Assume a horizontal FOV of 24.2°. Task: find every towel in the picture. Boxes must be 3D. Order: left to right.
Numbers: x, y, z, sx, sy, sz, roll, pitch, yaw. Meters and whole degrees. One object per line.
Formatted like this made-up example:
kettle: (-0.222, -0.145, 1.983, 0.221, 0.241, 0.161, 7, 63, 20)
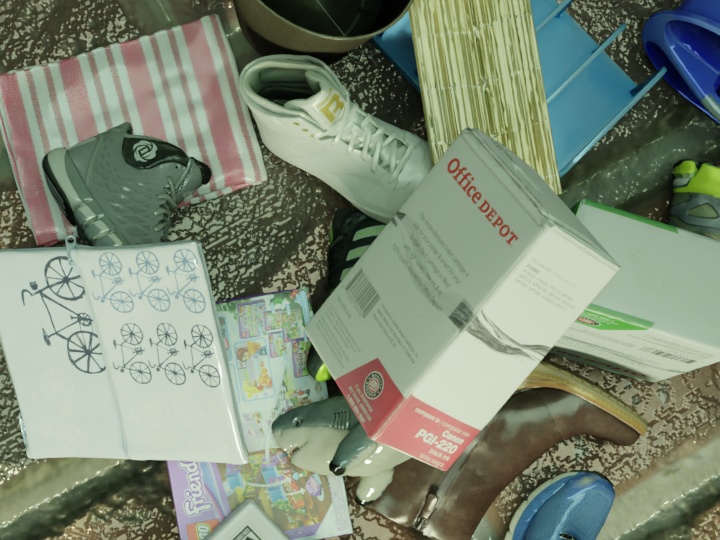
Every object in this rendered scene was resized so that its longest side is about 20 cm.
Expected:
towel: (-0.187, -0.114, 1.361, 0.199, 0.030, 0.147, -17, 87, -9)

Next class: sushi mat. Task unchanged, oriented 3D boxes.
sushi mat: (0.092, -0.145, 1.285, 0.095, 0.012, 0.201, -9, 89, -4)

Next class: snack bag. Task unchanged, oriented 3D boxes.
snack bag: (-0.190, 0.063, 1.261, 0.199, 0.021, 0.190, 0, 116, 21)

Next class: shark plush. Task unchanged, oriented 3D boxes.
shark plush: (0.028, 0.093, 1.295, 0.200, 0.091, 0.083, -40, 60, 9)

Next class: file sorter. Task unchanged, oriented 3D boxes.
file sorter: (0.128, -0.179, 1.360, 0.139, 0.123, 0.200, -44, 90, -10)

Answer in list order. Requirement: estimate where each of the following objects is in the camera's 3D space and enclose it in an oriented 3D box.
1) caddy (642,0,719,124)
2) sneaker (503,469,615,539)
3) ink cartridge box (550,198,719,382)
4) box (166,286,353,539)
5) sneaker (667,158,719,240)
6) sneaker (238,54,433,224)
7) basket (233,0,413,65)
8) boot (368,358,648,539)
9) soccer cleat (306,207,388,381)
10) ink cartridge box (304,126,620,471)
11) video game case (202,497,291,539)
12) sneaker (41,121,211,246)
caddy: (0.324, -0.159, 1.373, 0.200, 0.141, 0.105, 37, 78, -1)
sneaker: (0.149, 0.252, 1.322, 0.078, 0.089, 0.201, 34, 84, -33)
ink cartridge box: (0.202, 0.021, 1.309, 0.146, 0.200, 0.083, 17, 78, -5)
box: (-0.091, 0.123, 1.342, 0.136, 0.039, 0.201, -9, 85, -9)
sneaker: (0.345, -0.024, 1.402, 0.199, 0.074, 0.081, 20, 88, 3)
sneaker: (-0.007, -0.101, 1.303, 0.199, 0.116, 0.074, 23, 77, 19)
basket: (-0.040, -0.233, 1.303, 0.136, 0.200, 0.181, -39, 87, -8)
boot: (0.116, 0.149, 1.362, 0.199, 0.072, 0.167, 22, 94, -5)
soccer cleat: (0.000, 0.000, 1.350, 0.081, 0.068, 0.200, 27, 66, 12)
ink cartridge box: (0.069, 0.019, 1.208, 0.085, 0.146, 0.200, 27, 108, -36)
video game case: (-0.098, 0.309, 1.308, 0.200, 0.023, 0.182, -43, 99, -4)
sneaker: (-0.153, -0.032, 1.303, 0.115, 0.075, 0.201, -30, 81, -14)
